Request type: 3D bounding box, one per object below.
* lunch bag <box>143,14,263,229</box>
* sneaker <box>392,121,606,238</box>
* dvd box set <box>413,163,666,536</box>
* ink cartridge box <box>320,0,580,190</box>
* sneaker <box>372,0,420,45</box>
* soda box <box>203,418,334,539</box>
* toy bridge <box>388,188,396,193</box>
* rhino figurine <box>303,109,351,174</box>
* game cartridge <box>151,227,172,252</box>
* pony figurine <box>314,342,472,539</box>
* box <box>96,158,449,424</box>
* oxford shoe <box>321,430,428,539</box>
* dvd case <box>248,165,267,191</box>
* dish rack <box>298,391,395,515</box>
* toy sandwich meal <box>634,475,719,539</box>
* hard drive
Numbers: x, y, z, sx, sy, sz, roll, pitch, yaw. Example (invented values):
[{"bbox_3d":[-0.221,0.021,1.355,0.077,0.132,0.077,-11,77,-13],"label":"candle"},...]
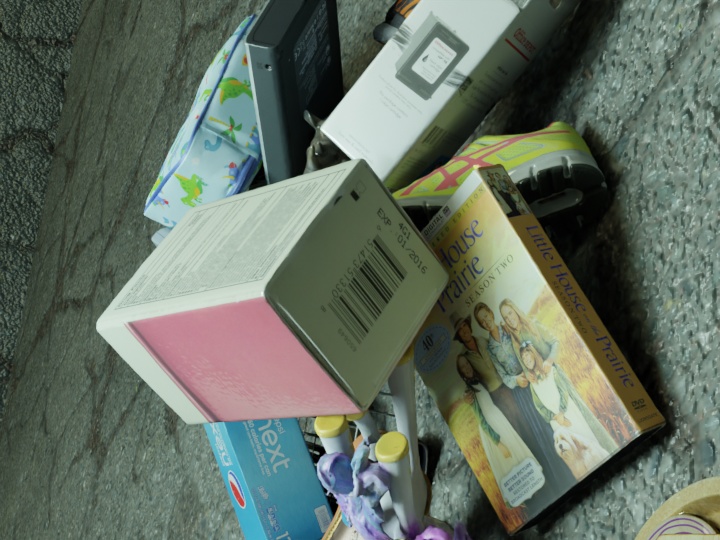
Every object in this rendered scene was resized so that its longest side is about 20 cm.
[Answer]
[{"bbox_3d":[-0.131,-0.134,1.190,0.161,0.082,0.201,-38,27,55],"label":"lunch bag"},{"bbox_3d":[0.080,-0.053,0.900,0.199,0.078,0.091,-15,39,16],"label":"sneaker"},{"bbox_3d":[0.096,0.053,0.812,0.146,0.029,0.201,-50,61,43],"label":"dvd box set"},{"bbox_3d":[0.071,-0.157,0.924,0.200,0.067,0.116,-50,-14,11],"label":"ink cartridge box"},{"bbox_3d":[0.083,-0.232,1.060,0.200,0.077,0.113,34,99,57],"label":"sneaker"},{"bbox_3d":[-0.090,0.139,1.048,0.068,0.064,0.201,-29,80,67],"label":"soda box"},{"bbox_3d":[0.028,-0.118,1.117,0.201,0.027,0.068,-73,-24,-45],"label":"toy bridge"},{"bbox_3d":[-0.016,-0.109,1.127,0.200,0.059,0.088,-9,-64,-73],"label":"rhino figurine"},{"bbox_3d":[-0.117,0.051,1.191,0.042,0.200,0.133,-47,46,-15],"label":"game cartridge"},{"bbox_3d":[0.029,0.176,0.822,0.194,0.165,0.201,-84,-20,-58],"label":"pony figurine"},{"bbox_3d":[-0.062,0.021,0.835,0.199,0.109,0.128,-11,36,48],"label":"box"},{"bbox_3d":[0.009,0.223,0.964,0.073,0.071,0.201,-11,66,58],"label":"oxford shoe"},{"bbox_3d":[-0.086,-0.051,1.251,0.200,0.022,0.147,-91,-6,-61],"label":"dvd case"},{"bbox_3d":[-0.011,0.114,1.093,0.153,0.054,0.202,178,103,-67],"label":"dish rack"},{"bbox_3d":[0.170,0.193,0.620,0.205,0.070,0.206,-44,38,49],"label":"toy sandwich meal"},{"bbox_3d":[-0.054,-0.168,1.111,0.201,0.033,0.140,85,-157,-50],"label":"hard drive"}]
